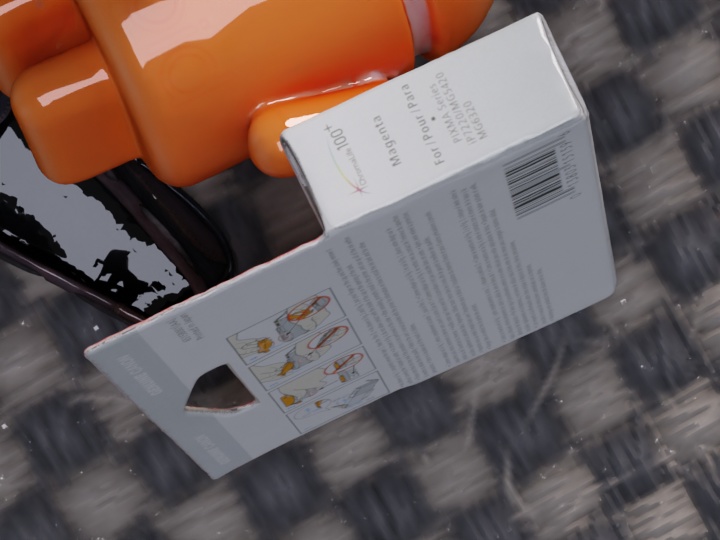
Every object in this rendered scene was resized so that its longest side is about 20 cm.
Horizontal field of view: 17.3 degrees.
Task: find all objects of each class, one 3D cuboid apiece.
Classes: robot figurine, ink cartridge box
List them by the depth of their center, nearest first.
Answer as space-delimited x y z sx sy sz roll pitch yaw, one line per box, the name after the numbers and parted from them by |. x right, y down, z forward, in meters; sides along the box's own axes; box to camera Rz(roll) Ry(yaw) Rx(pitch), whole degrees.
0.000 0.000 0.821 0.173 0.200 0.044 -24 71 1 | ink cartridge box
-0.034 -0.103 0.828 0.200 0.144 0.117 -28 120 -7 | robot figurine

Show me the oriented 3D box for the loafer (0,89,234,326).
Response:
-0.130 -0.042 0.866 0.200 0.063 0.072 35 97 -10 | loafer
